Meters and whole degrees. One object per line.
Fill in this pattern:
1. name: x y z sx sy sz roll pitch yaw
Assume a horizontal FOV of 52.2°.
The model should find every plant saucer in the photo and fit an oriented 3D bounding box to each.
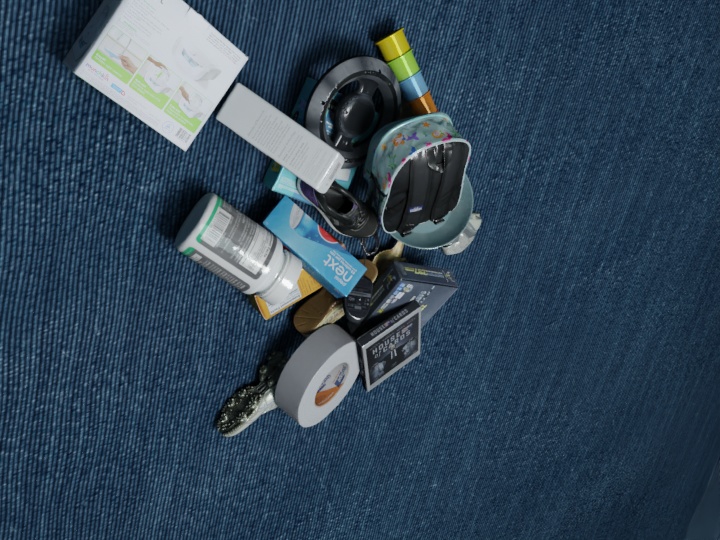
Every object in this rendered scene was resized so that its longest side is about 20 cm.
1. plant saucer: 0.122 -0.138 1.444 0.197 0.039 0.205 1 79 -7

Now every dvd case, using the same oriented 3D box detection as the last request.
1. dvd case: 0.062 0.159 1.513 0.149 0.025 0.201 -33 150 -17

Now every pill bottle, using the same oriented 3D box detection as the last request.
1. pill bottle: -0.204 -0.032 1.247 0.199 0.113 0.114 36 90 -24

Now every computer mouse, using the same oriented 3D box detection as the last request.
1. computer mouse: 0.000 0.000 1.411 0.058 0.034 0.204 12 82 -18

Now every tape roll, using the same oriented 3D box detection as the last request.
1. tape roll: -0.079 0.209 1.457 0.200 0.066 0.202 -42 151 -30

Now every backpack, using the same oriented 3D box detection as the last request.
1. backpack: 0.097 -0.182 1.282 0.175 0.152 0.201 -19 153 -18

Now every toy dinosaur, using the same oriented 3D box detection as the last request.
1. toy dinosaur: 0.067 -0.014 1.505 0.101 0.058 0.201 37 89 -39

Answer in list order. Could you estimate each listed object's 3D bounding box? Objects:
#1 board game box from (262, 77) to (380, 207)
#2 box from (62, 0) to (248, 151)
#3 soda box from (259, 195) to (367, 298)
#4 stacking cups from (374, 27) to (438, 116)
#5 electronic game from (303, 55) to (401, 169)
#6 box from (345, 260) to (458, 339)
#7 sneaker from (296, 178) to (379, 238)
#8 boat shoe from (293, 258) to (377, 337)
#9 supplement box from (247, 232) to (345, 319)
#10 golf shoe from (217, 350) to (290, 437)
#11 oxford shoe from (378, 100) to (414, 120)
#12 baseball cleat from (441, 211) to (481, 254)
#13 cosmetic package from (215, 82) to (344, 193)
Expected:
1. board game box: -0.069 -0.219 1.319 0.150 0.047 0.202 18 101 -39
2. box: -0.299 -0.312 1.087 0.199 0.096 0.178 33 91 -39
3. soda box: -0.087 -0.040 1.321 0.200 0.064 0.068 42 74 -11
4. stacking cups: 0.091 -0.331 1.330 0.060 0.060 0.202 -32 109 -17
5. electronic game: -0.011 -0.272 1.274 0.198 0.042 0.202 -21 130 -26
6. box: 0.084 0.070 1.508 0.156 0.051 0.200 8 136 -37
7. sneaker: -0.027 -0.104 1.316 0.199 0.087 0.076 34 92 -40
8. boat shoe: -0.048 0.055 1.460 0.199 0.074 0.063 -38 158 -5
9. supplement box: -0.119 0.008 1.384 0.198 0.066 0.070 -29 128 -19
10. golf shoe: -0.192 0.261 1.455 0.200 0.078 0.097 -45 135 -6
11. oxford shoe: 0.122 -0.274 1.404 0.198 0.075 0.071 9 107 -37
12. baseball cleat: 0.174 -0.086 1.535 0.198 0.070 0.108 6 109 -35
13. cosmetic package: -0.126 -0.211 1.186 0.199 0.102 0.075 33 94 3
